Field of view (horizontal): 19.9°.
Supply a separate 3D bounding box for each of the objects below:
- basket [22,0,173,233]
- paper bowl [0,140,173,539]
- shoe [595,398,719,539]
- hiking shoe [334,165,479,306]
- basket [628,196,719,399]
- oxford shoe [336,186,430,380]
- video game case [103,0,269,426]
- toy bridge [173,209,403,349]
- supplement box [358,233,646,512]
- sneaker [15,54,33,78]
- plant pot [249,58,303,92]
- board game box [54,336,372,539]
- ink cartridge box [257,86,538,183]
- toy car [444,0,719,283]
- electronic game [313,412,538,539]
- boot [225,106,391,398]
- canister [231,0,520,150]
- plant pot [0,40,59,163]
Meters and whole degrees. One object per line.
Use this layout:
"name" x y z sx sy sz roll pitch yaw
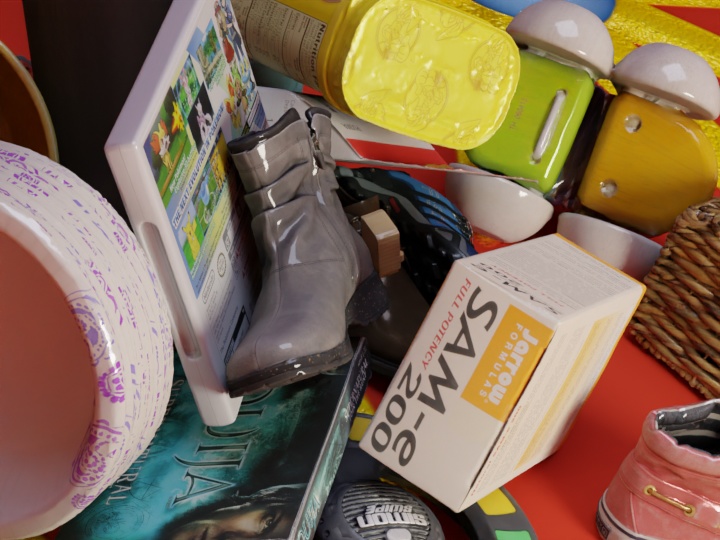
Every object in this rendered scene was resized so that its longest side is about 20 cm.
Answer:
"basket" -0.138 -0.118 1.254 0.135 0.202 0.180 -6 -4 -4
"paper bowl" -0.189 0.030 1.075 0.200 0.202 0.104 29 30 13
"shoe" 0.249 0.140 1.261 0.198 0.092 0.072 11 34 -15
"hiking shoe" 0.055 -0.014 1.392 0.086 0.075 0.200 -14 46 -40
"basket" 0.313 0.028 1.410 0.148 0.144 0.200 -17 49 -43
"oxford shoe" 0.000 0.000 1.334 0.072 0.085 0.200 -15 49 -44
"video game case" -0.084 -0.046 1.151 0.022 0.183 0.201 -6 34 16
"toy bridge" -0.062 0.023 1.271 0.198 0.068 0.027 -19 45 -17
"supplement box" 0.088 0.054 1.216 0.073 0.127 0.200 32 15 16
"sneaker" -0.201 -0.073 1.342 0.199 0.071 0.098 29 40 6
"plant pot" -0.110 -0.243 1.520 0.198 0.197 0.201 15 32 -9
"board game box" -0.077 0.102 1.139 0.134 0.028 0.200 -5 29 15
"ink cartridge box" 0.005 -0.094 1.386 0.198 0.051 0.161 6 3 24
"toy car" 0.161 -0.090 1.510 0.198 0.176 0.150 22 -2 3
"electronic game" 0.010 0.149 1.162 0.198 0.042 0.201 15 33 -10
"boot" -0.047 -0.014 1.139 0.069 0.133 0.200 -15 11 14
"canister" -0.011 -0.159 1.381 0.148 0.087 0.200 14 11 -41
"plant pot" -0.265 -0.062 1.209 0.198 0.202 0.142 20 7 -1
